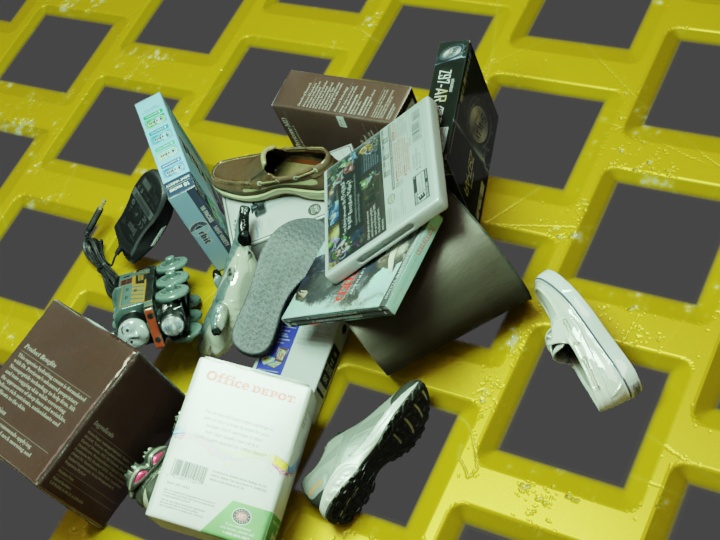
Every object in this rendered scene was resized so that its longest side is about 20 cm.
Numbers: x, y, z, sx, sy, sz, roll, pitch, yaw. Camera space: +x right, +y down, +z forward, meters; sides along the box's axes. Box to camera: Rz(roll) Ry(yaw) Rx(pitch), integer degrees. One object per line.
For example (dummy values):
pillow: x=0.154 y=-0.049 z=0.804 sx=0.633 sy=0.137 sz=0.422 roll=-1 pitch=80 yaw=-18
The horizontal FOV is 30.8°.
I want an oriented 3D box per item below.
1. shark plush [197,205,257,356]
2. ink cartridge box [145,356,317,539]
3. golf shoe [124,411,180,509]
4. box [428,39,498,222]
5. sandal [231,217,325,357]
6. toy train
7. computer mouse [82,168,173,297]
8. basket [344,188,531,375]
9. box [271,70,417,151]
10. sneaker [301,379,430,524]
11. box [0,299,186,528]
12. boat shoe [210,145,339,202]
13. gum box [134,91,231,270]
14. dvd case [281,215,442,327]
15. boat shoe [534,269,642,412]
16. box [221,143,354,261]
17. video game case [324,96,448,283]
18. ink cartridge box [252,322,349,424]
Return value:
shark plush: x=-0.178 y=0.014 z=1.726 sx=0.083 sy=0.091 sz=0.201 roll=2 pitch=92 yaw=50
ink cartridge box: x=-0.148 y=0.221 z=1.553 sx=0.144 sy=0.084 sz=0.201 roll=14 pitch=72 yaw=10
golf shoe: x=-0.204 y=0.221 z=1.639 sx=0.088 sy=0.077 sz=0.200 roll=34 pitch=74 yaw=15
box: x=0.129 y=-0.175 z=1.720 sx=0.043 sy=0.160 sz=0.201 roll=-1 pitch=55 yaw=22
sandal: x=-0.107 y=0.019 z=1.697 sx=0.076 sy=0.043 sz=0.201 roll=27 pitch=78 yaw=14
toy train: x=-0.273 y=0.047 z=1.736 sx=0.114 sy=0.086 sz=0.200 roll=-17 pitch=21 yaw=-2
computer mouse: x=-0.325 y=-0.071 z=1.861 sx=0.140 sy=0.046 sz=0.200 roll=48 pitch=118 yaw=38
basket: x=0.079 y=0.026 z=1.617 sx=0.200 sy=0.136 sz=0.180 roll=-39 pitch=76 yaw=-1
box: x=-0.014 y=-0.215 z=1.845 sx=0.199 sy=0.100 sz=0.075 roll=13 pitch=62 yaw=29
sneaker: x=0.006 y=0.203 z=1.557 sx=0.200 sy=0.074 sz=0.079 roll=-47 pitch=48 yaw=-14
box: x=-0.354 y=0.181 z=1.644 sx=0.166 sy=0.164 sz=0.200 roll=28 pitch=74 yaw=33
boat shoe: x=-0.118 y=-0.142 z=1.772 sx=0.202 sy=0.075 sz=0.075 roll=0 pitch=55 yaw=22
gum box: x=-0.240 y=-0.123 z=1.823 sx=0.044 sy=0.170 sz=0.200 roll=-27 pitch=51 yaw=1
dvd case: x=0.000 y=0.000 z=1.587 sx=0.200 sy=0.022 sz=0.146 roll=-7 pitch=46 yaw=49
boat shoe: x=0.252 y=0.084 z=1.548 sx=0.066 sy=0.072 sz=0.200 roll=-29 pitch=59 yaw=-6
box: x=-0.084 y=-0.083 z=1.803 sx=0.199 sy=0.060 sz=0.117 roll=-20 pitch=51 yaw=8
video game case: x=0.027 y=-0.100 z=1.607 sx=0.182 sy=0.023 sz=0.200 roll=-34 pitch=37 yaw=27
ink cartridge box: x=-0.074 y=0.097 z=1.685 sx=0.099 sy=0.039 sz=0.201 roll=7 pitch=61 yaw=26
